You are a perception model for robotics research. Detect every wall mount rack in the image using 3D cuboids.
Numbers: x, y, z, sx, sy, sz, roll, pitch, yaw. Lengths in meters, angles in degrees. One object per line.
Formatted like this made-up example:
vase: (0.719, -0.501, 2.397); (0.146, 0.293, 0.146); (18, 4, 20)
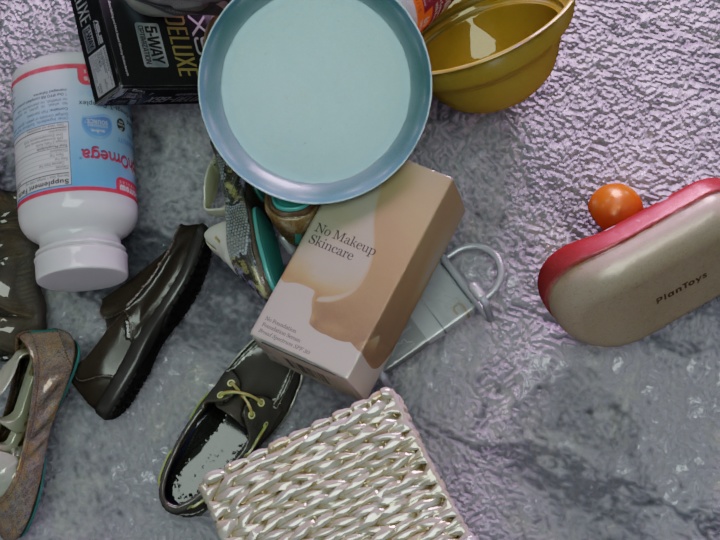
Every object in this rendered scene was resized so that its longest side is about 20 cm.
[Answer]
wall mount rack: (0.026, 0.009, 1.300); (0.200, 0.075, 0.174); (-35, 62, -4)

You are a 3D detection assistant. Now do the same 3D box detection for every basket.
basket: (-0.013, 0.218, 1.213); (0.197, 0.200, 0.162); (-25, 76, -2)

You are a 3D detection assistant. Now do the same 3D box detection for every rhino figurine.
rhino figurine: (-0.337, -0.011, 1.320); (0.087, 0.060, 0.201); (-2, 81, -17)

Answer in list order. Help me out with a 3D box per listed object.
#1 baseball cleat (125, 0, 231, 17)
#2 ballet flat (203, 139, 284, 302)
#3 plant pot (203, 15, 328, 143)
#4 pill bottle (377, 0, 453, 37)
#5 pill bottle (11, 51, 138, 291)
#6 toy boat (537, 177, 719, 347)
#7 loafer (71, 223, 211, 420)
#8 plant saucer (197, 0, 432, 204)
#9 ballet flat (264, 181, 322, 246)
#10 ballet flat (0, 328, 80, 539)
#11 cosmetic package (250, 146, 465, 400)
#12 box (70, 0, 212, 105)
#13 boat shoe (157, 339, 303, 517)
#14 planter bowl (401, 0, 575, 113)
baseball cleat: (-0.107, -0.254, 1.255); (0.199, 0.106, 0.070); (-16, 104, -26)
ballet flat: (-0.110, -0.049, 1.297); (0.072, 0.072, 0.201); (-9, 59, 1)
plant pot: (-0.049, -0.183, 1.306); (0.199, 0.028, 0.201); (10, 50, -12)
pill bottle: (0.056, -0.293, 1.288); (0.109, 0.110, 0.200); (39, 60, 7)
pill bottle: (-0.259, -0.088, 1.295); (0.108, 0.109, 0.201); (-7, 76, 1)
toy boat: (0.248, -0.026, 1.285); (0.199, 0.131, 0.131); (-28, 52, -2)
loafer: (-0.205, 0.037, 1.303); (0.071, 0.073, 0.201); (30, 84, 6)
plant saucer: (-0.038, -0.157, 1.213); (0.199, 0.027, 0.202); (0, 94, 1)
ballet flat: (-0.058, -0.103, 1.307); (0.067, 0.073, 0.201); (-4, 51, 0)
ballet flat: (-0.315, 0.145, 1.283); (0.068, 0.067, 0.201); (15, 90, 48)
cosmetic package: (0.000, 0.000, 1.234); (0.105, 0.071, 0.201); (21, 74, 20)
box: (-0.191, -0.253, 1.308); (0.157, 0.050, 0.201); (-7, 78, -43)
boat shoe: (-0.114, 0.137, 1.292); (0.072, 0.061, 0.202); (32, 85, 6)
planter bowl: (0.117, -0.202, 1.296); (0.200, 0.201, 0.084); (-27, 121, -1)
